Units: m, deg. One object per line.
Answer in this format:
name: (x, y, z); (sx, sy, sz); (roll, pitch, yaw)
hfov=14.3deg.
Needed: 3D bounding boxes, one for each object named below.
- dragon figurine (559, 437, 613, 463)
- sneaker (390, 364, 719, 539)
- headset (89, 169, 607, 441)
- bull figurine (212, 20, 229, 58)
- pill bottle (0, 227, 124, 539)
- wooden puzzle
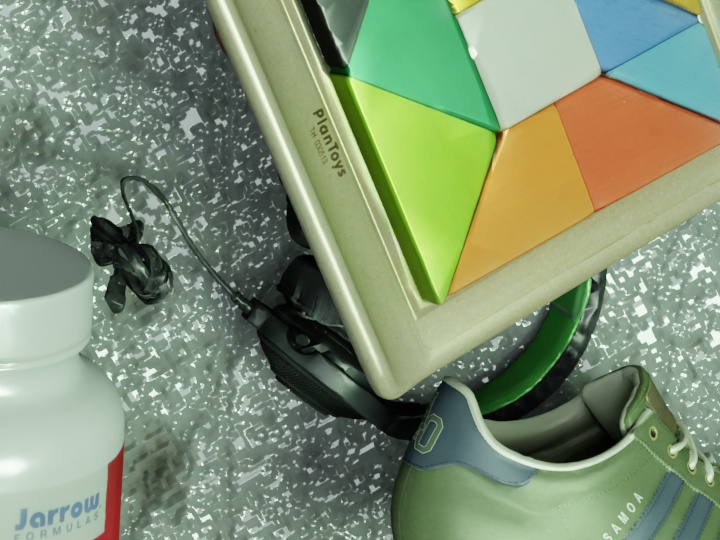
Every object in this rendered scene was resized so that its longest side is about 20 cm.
dragon figurine: (0.053, 0.153, 1.091); (0.099, 0.059, 0.201); (34, 92, -10)
sneaker: (0.105, 0.080, 1.028); (0.199, 0.067, 0.091); (3, 97, -20)
headset: (0.000, 0.000, 1.035); (0.199, 0.094, 0.124); (7, 101, -20)
bull figurine: (-0.048, -0.146, 0.983); (0.065, 0.121, 0.201); (-20, 104, -2)
pill bottle: (-0.141, 0.092, 1.019); (0.111, 0.112, 0.201); (2, 109, -7)
wooden puzzle: (0.053, -0.080, 0.966); (0.199, 0.037, 0.186); (-32, 111, -22)
